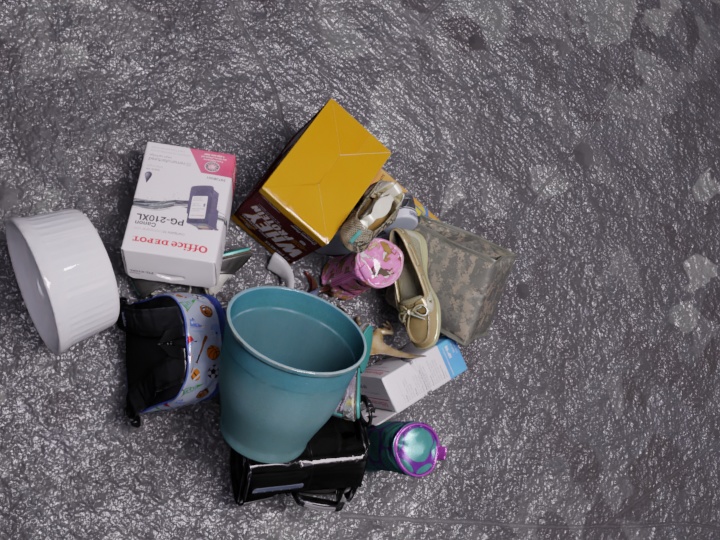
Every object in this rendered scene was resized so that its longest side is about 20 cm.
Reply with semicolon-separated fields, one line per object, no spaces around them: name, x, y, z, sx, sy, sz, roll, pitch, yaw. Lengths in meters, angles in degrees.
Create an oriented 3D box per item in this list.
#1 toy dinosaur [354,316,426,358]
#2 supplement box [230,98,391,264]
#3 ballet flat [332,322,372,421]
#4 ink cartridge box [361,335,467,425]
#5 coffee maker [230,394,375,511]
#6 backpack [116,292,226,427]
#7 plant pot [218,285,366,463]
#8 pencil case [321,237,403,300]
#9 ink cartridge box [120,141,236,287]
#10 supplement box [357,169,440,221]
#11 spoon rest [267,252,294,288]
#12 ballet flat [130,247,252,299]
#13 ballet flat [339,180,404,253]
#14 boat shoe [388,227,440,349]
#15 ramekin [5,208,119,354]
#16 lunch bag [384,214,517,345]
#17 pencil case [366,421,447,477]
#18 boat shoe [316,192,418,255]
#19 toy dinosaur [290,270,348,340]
toy dinosaur;0.022;0.126;1.328;0.197;0.101;0.059;17;109;12
supplement box;-0.087;-0.139;1.280;0.132;0.200;0.198;39;68;-13
ballet flat;-0.023;0.150;1.202;0.072;0.072;0.201;33;33;-15
ink cartridge box;0.070;0.186;1.333;0.198;0.115;0.067;-27;97;-26
coffee maker;-0.098;0.277;1.217;0.197;0.135;0.195;2;108;-22
backpack;-0.272;0.121;1.160;0.153;0.190;0.203;-5;82;-38
plant pot;-0.114;0.155;1.082;0.197;0.201;0.190;10;118;-21
pencil case;0.000;0.000;1.293;0.082;0.200;0.088;25;73;-16
ink cartridge box;-0.280;-0.087;1.210;0.142;0.085;0.203;8;61;-6
supplement box;0.071;-0.106;1.416;0.199;0.069;0.067;40;69;-16
spoon rest;-0.155;0.053;1.249;0.060;0.100;0.201;27;42;-4
ballet flat;-0.270;0.009;1.255;0.197;0.068;0.070;-9;94;-14
ballet flat;0.031;-0.099;1.218;0.068;0.075;0.200;42;39;-5
boat shoe;0.084;0.030;1.279;0.063;0.072;0.204;8;73;-51
ramekin;-0.427;0.009;1.114;0.097;0.200;0.203;-21;89;-32
lunch bag;0.145;0.010;1.346;0.117;0.198;0.166;-13;125;-56
pencil case;0.055;0.290;1.264;0.091;0.200;0.086;20;73;-17
boat shoe;0.003;-0.086;1.344;0.074;0.197;0.069;39;37;-52
toy dinosaur;-0.105;0.103;1.263;0.180;0.200;0.106;-31;113;-17
